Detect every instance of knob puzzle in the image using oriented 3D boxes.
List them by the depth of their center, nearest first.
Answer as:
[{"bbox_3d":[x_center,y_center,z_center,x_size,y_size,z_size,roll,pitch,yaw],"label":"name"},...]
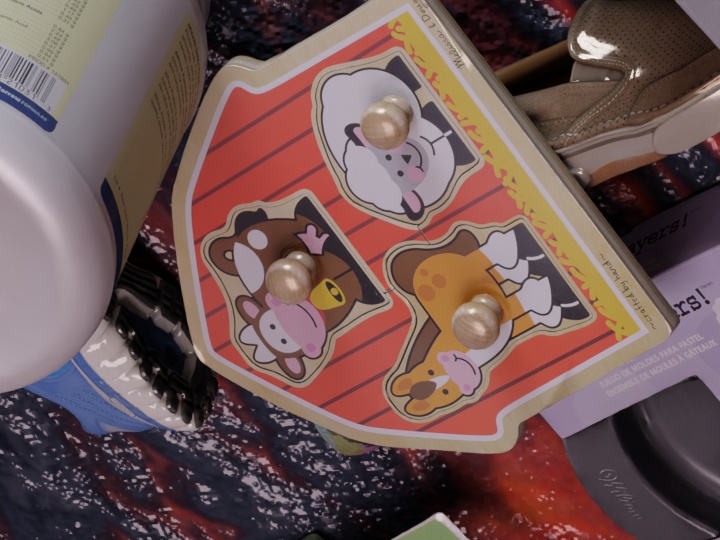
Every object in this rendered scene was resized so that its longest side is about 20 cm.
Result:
[{"bbox_3d":[0.000,0.000,1.158,0.218,0.030,0.221,12,124,19],"label":"knob puzzle"}]

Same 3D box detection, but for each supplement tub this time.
[{"bbox_3d":[-0.142,-0.064,1.117,0.144,0.201,0.146,8,130,10],"label":"supplement tub"}]

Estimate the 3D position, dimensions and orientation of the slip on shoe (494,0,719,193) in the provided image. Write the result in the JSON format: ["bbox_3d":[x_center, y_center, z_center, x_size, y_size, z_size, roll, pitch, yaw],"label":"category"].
[{"bbox_3d":[0.106,-0.080,1.122,0.199,0.076,0.061,-28,104,39],"label":"slip on shoe"}]

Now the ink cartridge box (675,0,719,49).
[{"bbox_3d":[0.204,-0.110,0.980,0.057,0.200,0.163,7,127,-44],"label":"ink cartridge box"}]

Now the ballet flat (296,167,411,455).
[{"bbox_3d":[0.007,0.007,1.212,0.071,0.069,0.201,23,134,37],"label":"ballet flat"}]

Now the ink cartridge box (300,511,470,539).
[{"bbox_3d":[0.020,0.185,1.370,0.145,0.048,0.200,43,127,-18],"label":"ink cartridge box"}]

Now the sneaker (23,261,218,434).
[{"bbox_3d":[-0.151,0.009,1.256,0.089,0.079,0.200,-19,125,30],"label":"sneaker"}]

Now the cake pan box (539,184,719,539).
[{"bbox_3d":[0.182,0.050,1.213,0.199,0.052,0.184,-27,114,32],"label":"cake pan box"}]
